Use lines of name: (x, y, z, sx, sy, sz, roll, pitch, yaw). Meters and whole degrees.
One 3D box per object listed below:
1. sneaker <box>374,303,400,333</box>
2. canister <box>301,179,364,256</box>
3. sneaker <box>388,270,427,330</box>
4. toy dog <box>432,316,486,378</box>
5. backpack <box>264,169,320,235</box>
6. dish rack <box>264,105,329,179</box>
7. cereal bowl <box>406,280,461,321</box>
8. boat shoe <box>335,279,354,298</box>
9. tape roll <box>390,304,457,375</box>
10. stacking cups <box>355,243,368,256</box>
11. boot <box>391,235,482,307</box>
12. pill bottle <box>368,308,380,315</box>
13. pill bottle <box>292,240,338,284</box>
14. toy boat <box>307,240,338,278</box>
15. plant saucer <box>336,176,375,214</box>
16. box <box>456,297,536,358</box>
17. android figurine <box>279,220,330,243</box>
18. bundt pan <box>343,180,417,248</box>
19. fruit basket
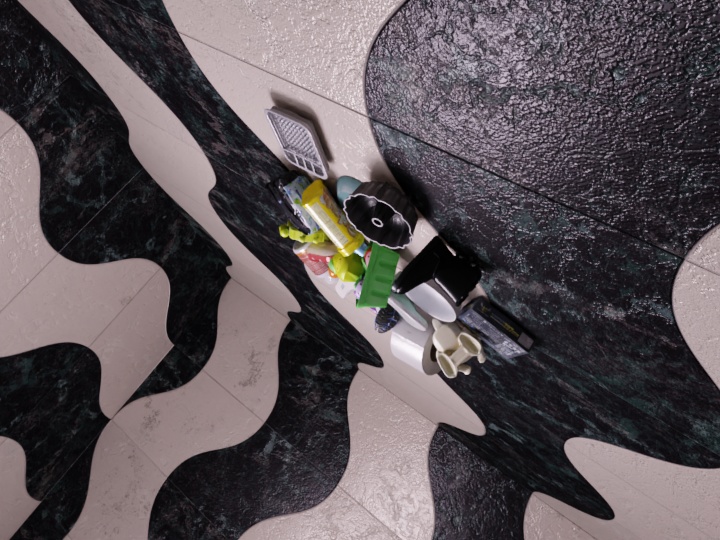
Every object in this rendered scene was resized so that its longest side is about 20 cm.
sneaker: (0.107, 0.115, 1.767, 0.074, 0.202, 0.078, 29, 177, 2)
canister: (-0.083, -0.157, 1.585, 0.201, 0.086, 0.149, 49, -168, -24)
sneaker: (0.159, 0.086, 1.674, 0.200, 0.118, 0.074, 44, 167, 19)
toy dog: (0.294, 0.231, 1.664, 0.193, 0.141, 0.199, 41, -169, 21)
backpack: (-0.188, -0.208, 1.679, 0.162, 0.152, 0.203, -6, 111, 63)
dish rack: (-0.158, -0.342, 1.416, 0.170, 0.044, 0.201, 31, 161, 29)
cereal bowl: (0.212, 0.052, 1.555, 0.198, 0.084, 0.201, 35, 163, 12)
boat shoe: (-0.029, 0.036, 1.874, 0.072, 0.068, 0.201, 48, 153, 12)
tape roll: (0.213, 0.225, 1.786, 0.138, 0.204, 0.204, 24, 158, 40)
stacking cups: (0.006, -0.070, 1.740, 0.199, 0.061, 0.060, 38, 163, -7)
boot: (0.195, 0.025, 1.349, 0.162, 0.198, 0.074, 41, 167, 12)
pill bottle: (0.063, 0.070, 1.862, 0.111, 0.113, 0.201, 31, 160, 24)
pill bottle: (-0.153, -0.047, 2.022, 0.201, 0.113, 0.111, 49, 160, -28)
toy boat: (-0.097, -0.038, 1.851, 0.199, 0.129, 0.134, 14, 118, 56)
plant saucer: (0.002, -0.177, 1.508, 0.199, 0.036, 0.201, 36, 163, 13)
box: (0.382, 0.167, 1.543, 0.199, 0.051, 0.158, 38, 163, 4)
android figurine: (-0.183, -0.131, 1.819, 0.178, 0.042, 0.200, 3, -160, -16)
bundt pan: (0.058, -0.148, 1.358, 0.199, 0.077, 0.203, 25, 155, 13)
fruit basket: (0.000, 0.000, 1.613, 0.215, 0.216, 0.156, 41, -176, -7)
